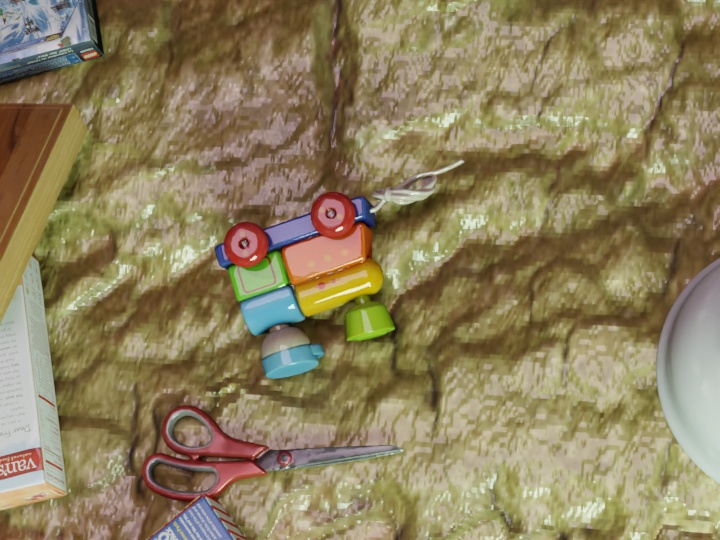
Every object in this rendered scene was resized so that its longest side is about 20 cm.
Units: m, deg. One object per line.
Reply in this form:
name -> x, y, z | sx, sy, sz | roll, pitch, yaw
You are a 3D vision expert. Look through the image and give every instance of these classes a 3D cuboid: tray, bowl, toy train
tray -> -0.296, -0.049, 1.543 | 0.098, 0.037, 0.201 | 2, 51, 21
bowl -> 0.306, 0.061, 1.387 | 0.200, 0.090, 0.202 | -4, 74, 13
toy train -> 0.000, 0.000, 1.485 | 0.199, 0.085, 0.116 | -18, 81, 7

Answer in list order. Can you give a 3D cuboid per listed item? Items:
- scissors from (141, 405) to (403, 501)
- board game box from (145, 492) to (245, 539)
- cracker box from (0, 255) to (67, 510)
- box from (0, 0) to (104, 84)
scissors -> -0.069, 0.151, 1.490 | 0.199, 0.014, 0.073 | 9, 74, 14
board game box -> -0.147, 0.287, 1.448 | 0.200, 0.046, 0.152 | -38, 70, 0
cracker box -> -0.311, 0.090, 1.538 | 0.133, 0.058, 0.201 | -13, 70, 8
box -> -0.297, -0.258, 1.647 | 0.136, 0.040, 0.201 | -13, 71, 8
